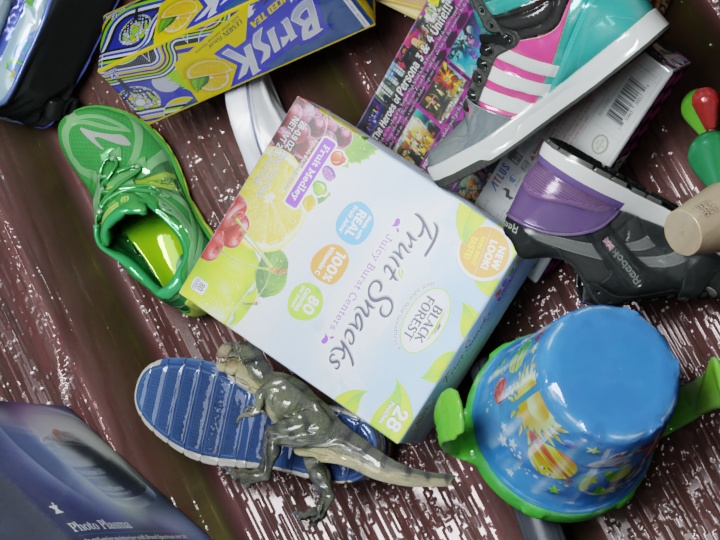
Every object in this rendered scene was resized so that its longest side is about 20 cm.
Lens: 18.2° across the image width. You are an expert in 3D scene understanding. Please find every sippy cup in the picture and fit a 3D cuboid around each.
[{"bbox_3d":[0.149,0.087,1.503,0.140,0.130,0.178,45,67,7],"label":"sippy cup"}]

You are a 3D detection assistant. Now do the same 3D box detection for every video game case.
[{"bbox_3d":[0.109,-0.122,1.577,0.181,0.036,0.200,41,125,16],"label":"video game case"}]

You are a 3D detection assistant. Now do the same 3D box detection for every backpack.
[{"bbox_3d":[-0.308,-0.228,1.771,0.200,0.147,0.183,25,91,30],"label":"backpack"}]

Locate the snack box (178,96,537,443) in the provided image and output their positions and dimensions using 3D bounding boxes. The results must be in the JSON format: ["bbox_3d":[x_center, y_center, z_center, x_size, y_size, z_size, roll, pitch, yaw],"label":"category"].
[{"bbox_3d":[0.000,0.000,1.590,0.200,0.068,0.169,33,97,16],"label":"snack box"}]

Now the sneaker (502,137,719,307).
[{"bbox_3d":[0.189,-0.008,1.525,0.200,0.076,0.088,28,100,-11],"label":"sneaker"}]

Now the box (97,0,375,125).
[{"bbox_3d":[-0.090,-0.183,1.643,0.200,0.070,0.064,-22,44,21],"label":"box"}]

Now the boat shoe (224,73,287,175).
[{"bbox_3d":[-0.045,-0.074,1.681,0.065,0.074,0.200,-21,83,11],"label":"boat shoe"}]

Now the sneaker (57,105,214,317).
[{"bbox_3d":[-0.171,-0.054,1.721,0.074,0.084,0.200,-43,68,15],"label":"sneaker"}]

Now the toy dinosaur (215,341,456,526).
[{"bbox_3d":[-0.040,0.127,1.588,0.200,0.047,0.088,33,90,16],"label":"toy dinosaur"}]

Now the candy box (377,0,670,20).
[{"bbox_3d":[0.118,-0.207,1.622,0.200,0.055,0.115,29,98,24],"label":"candy box"}]

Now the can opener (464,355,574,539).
[{"bbox_3d":[0.122,0.152,1.575,0.079,0.063,0.200,-18,77,22],"label":"can opener"}]

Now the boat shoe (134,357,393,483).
[{"bbox_3d":[-0.070,0.115,1.661,0.200,0.072,0.072,18,93,20],"label":"boat shoe"}]

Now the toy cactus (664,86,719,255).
[{"bbox_3d":[0.269,-0.047,1.478,0.200,0.165,0.102,56,137,15],"label":"toy cactus"}]

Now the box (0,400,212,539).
[{"bbox_3d":[-0.236,0.197,1.658,0.198,0.200,0.123,39,101,23],"label":"box"}]

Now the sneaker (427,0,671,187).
[{"bbox_3d":[0.095,-0.150,1.498,0.200,0.084,0.121,-37,90,29],"label":"sneaker"}]
